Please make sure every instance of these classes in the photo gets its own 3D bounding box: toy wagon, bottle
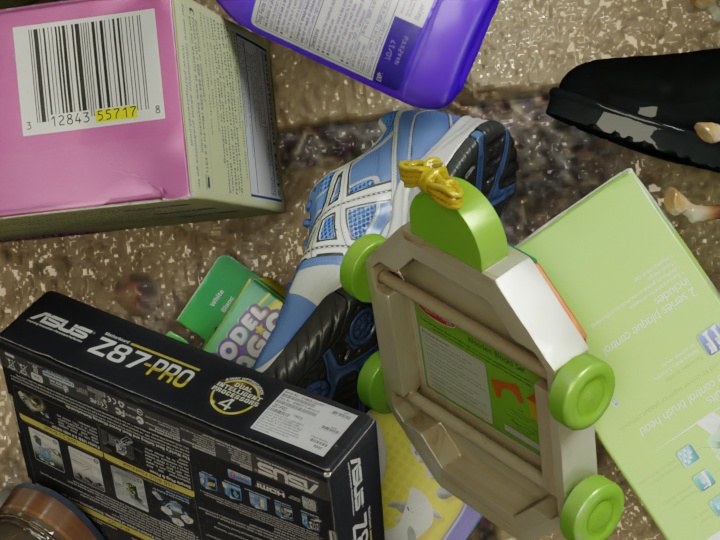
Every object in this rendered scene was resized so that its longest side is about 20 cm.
[{"bbox_3d":[0.054,0.033,0.830,0.155,0.039,0.202,30,140,42],"label":"toy wagon"},{"bbox_3d":[-0.031,-0.153,0.893,0.198,0.065,0.084,25,107,7],"label":"bottle"}]

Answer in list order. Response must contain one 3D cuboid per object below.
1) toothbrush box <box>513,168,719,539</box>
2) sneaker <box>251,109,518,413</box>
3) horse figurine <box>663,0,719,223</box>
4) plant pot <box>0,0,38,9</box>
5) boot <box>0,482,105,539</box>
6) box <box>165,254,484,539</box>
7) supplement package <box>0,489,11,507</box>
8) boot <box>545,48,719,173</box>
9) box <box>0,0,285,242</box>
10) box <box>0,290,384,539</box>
[{"bbox_3d":[0.154,0.058,0.889,0.086,0.146,0.201,-33,84,8],"label":"toothbrush box"},{"bbox_3d":[0.000,0.000,0.937,0.077,0.076,0.201,24,67,36],"label":"sneaker"},{"bbox_3d":[0.207,-0.085,0.850,0.131,0.050,0.202,5,81,-20],"label":"horse figurine"},{"bbox_3d":[-0.235,-0.189,0.953,0.189,0.200,0.201,-33,85,21],"label":"plant pot"},{"bbox_3d":[-0.139,0.214,0.940,0.074,0.097,0.200,-21,115,45],"label":"boot"},{"bbox_3d":[-0.028,0.091,0.972,0.199,0.048,0.118,35,96,10],"label":"box"},{"bbox_3d":[-0.259,0.202,0.924,0.117,0.199,0.118,-23,86,29],"label":"supplement package"},{"bbox_3d":[0.206,-0.126,0.916,0.196,0.073,0.164,15,95,3],"label":"boot"},{"bbox_3d":[-0.145,-0.070,0.914,0.174,0.200,0.098,-6,88,10],"label":"box"},{"bbox_3d":[-0.081,0.111,0.912,0.198,0.049,0.162,18,132,26],"label":"box"}]
